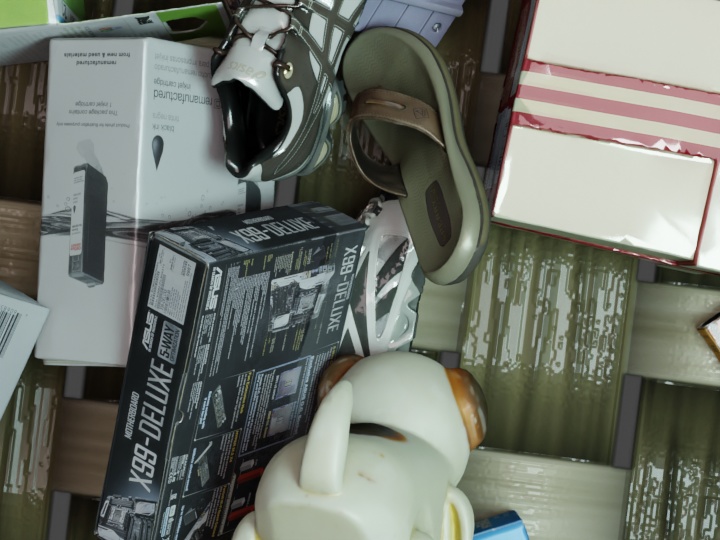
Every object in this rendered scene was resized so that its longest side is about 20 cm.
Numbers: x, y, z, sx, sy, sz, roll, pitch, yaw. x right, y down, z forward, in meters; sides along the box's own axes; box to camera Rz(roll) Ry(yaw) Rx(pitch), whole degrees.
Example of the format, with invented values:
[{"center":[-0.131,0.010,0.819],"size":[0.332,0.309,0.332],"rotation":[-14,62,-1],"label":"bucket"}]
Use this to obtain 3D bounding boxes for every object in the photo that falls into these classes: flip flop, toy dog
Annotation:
[{"center":[0.024,-0.076,1.232],"size":[0.057,0.081,0.201],"rotation":[5,49,-28],"label":"flip flop"},{"center":[0.000,0.127,1.198],"size":[0.138,0.200,0.196],"rotation":[-3,117,23],"label":"toy dog"}]

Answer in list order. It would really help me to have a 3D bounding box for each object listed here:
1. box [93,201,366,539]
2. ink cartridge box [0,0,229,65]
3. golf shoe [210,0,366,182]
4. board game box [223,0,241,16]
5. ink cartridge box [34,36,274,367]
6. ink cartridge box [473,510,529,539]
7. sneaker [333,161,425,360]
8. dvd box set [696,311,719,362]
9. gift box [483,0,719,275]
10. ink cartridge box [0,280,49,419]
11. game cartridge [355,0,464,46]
[{"center":[-0.078,0.066,1.226],"size":[0.049,0.157,0.202],"rotation":[24,113,31],"label":"box"},{"center":[-0.186,-0.182,1.267],"size":[0.198,0.148,0.077],"rotation":[-7,89,-1],"label":"ink cartridge box"},{"center":[-0.044,-0.146,1.196],"size":[0.077,0.094,0.202],"rotation":[12,111,22],"label":"golf shoe"},{"center":[-0.051,-0.284,1.233],"size":[0.158,0.201,0.097],"rotation":[-24,52,-1],"label":"board game box"},{"center":[-0.127,-0.039,1.260],"size":[0.083,0.144,0.202],"rotation":[4,91,33],"label":"ink cartridge box"},{"center":[0.031,0.257,1.298],"size":[0.198,0.084,0.147],"rotation":[-17,90,1],"label":"ink cartridge box"},{"center":[0.000,0.000,1.303],"size":[0.088,0.074,0.202],"rotation":[11,90,-2],"label":"sneaker"},{"center":[0.338,0.082,1.324],"size":[0.146,0.029,0.201],"rotation":[-32,90,0],"label":"dvd box set"},{"center":[0.180,-0.081,1.245],"size":[0.185,0.200,0.187],"rotation":[12,95,-1],"label":"gift box"},{"center":[-0.313,0.060,1.246],"size":[0.199,0.084,0.177],"rotation":[26,91,42],"label":"ink cartridge box"},{"center":[0.042,-0.230,1.242],"size":[0.201,0.129,0.039],"rotation":[-56,47,33],"label":"game cartridge"}]
